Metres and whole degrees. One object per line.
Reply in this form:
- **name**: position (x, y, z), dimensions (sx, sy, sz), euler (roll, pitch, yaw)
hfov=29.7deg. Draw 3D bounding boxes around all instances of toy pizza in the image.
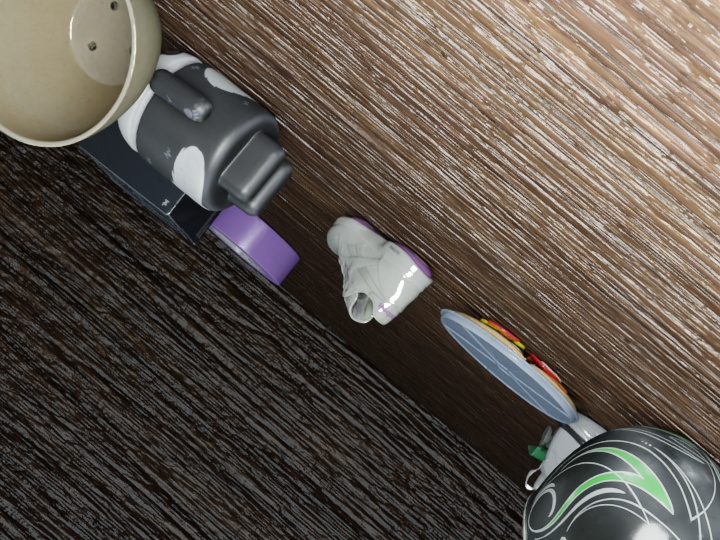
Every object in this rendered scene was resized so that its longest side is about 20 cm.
- **toy pizza**: position (0.174, 0.102, 1.553), dimensions (0.199, 0.032, 0.200), euler (39, 172, 6)

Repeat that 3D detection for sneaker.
- **sneaker**: position (0.000, 0.000, 1.564), dimensions (0.075, 0.100, 0.200), euler (40, 176, -31)
- **sneaker**: position (0.294, 0.268, 1.609), dimensions (0.199, 0.115, 0.075), euler (39, 174, 11)

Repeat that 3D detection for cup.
- **cup**: position (-0.271, -0.228, 1.315), dimensions (0.200, 0.201, 0.143), euler (39, -160, 9)

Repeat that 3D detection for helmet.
- **helmet**: position (0.267, 0.245, 1.274), dimensions (0.200, 0.189, 0.202), euler (40, -146, -34)

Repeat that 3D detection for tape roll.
- **tape roll**: position (-0.206, -0.061, 2.511), dimensions (0.199, 0.066, 0.200), euler (40, 175, 4)

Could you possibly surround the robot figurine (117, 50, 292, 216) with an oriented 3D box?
- **robot figurine**: position (-0.164, -0.146, 1.434), dimensions (0.199, 0.124, 0.151), euler (37, 132, 19)

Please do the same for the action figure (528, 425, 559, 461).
- **action figure**: position (0.320, 0.269, 1.747), dimensions (0.199, 0.055, 0.118), euler (34, 173, -8)

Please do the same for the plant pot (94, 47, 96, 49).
- **plant pot**: position (-0.441, -0.279, 1.854), dimensions (0.159, 0.203, 0.200), euler (29, 175, -8)

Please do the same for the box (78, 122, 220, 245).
- **box**: position (-0.332, -0.167, 2.253), dimensions (0.199, 0.124, 0.198), euler (37, 174, 12)
